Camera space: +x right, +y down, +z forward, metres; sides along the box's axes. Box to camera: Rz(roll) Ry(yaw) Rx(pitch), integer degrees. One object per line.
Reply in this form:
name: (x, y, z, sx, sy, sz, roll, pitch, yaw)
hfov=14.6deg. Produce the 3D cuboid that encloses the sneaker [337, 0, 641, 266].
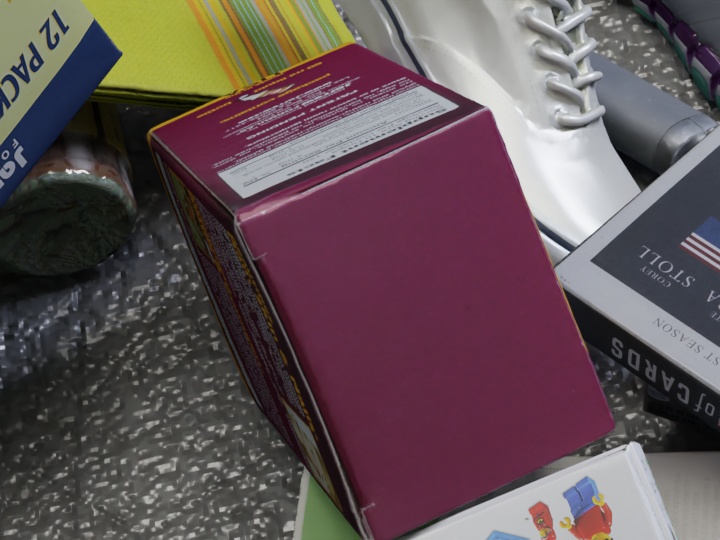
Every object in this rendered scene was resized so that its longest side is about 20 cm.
sneaker: (0.052, -0.074, 0.983, 0.073, 0.071, 0.201, -15, 64, -48)

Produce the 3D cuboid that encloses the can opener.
can opener: (0.119, -0.042, 1.029, 0.199, 0.054, 0.067, 34, 38, 31)

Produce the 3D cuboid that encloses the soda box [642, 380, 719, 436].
soda box: (0.194, 0.034, 0.922, 0.199, 0.070, 0.064, 17, 58, 16)

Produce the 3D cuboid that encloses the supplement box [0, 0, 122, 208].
supplement box: (-0.221, -0.106, 0.885, 0.199, 0.200, 0.135, 29, 75, 38)

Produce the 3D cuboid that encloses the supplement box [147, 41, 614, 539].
supplement box: (0.000, 0.000, 0.911, 0.085, 0.111, 0.200, -24, 14, -7)

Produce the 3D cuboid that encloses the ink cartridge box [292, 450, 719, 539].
ink cartridge box: (0.074, 0.128, 0.902, 0.198, 0.048, 0.146, -3, 52, 14)

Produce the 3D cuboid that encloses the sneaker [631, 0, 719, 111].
sneaker: (0.142, -0.115, 1.046, 0.074, 0.088, 0.200, -38, 55, -17)

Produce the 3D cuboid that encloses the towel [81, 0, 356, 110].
towel: (-0.086, -0.090, 1.044, 0.199, 0.018, 0.086, 3, 42, -35)

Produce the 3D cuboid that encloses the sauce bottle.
sauce bottle: (-0.132, -0.089, 1.099, 0.064, 0.065, 0.201, -15, 50, 0)

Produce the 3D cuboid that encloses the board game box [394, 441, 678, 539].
board game box: (0.015, 0.147, 0.838, 0.199, 0.035, 0.127, -23, 80, 9)

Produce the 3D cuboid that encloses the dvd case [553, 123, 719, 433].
dvd case: (0.179, -0.012, 0.898, 0.150, 0.025, 0.200, 35, 59, 28)
